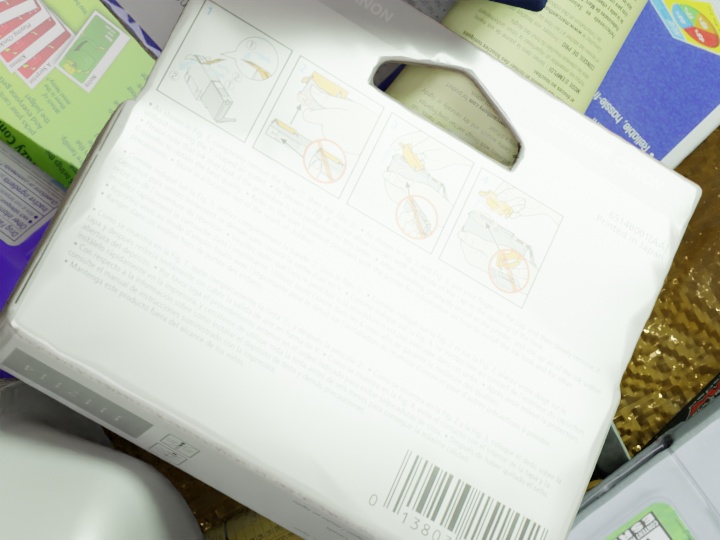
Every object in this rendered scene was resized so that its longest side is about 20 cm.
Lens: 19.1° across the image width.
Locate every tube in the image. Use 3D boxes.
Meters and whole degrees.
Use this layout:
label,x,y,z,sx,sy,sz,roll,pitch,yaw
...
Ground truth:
label,x,y,z,sx,sy,sz,roll,pitch,yaw
tube,0.070,-0.099,0.773,0.058,0.052,0.200,29,83,32

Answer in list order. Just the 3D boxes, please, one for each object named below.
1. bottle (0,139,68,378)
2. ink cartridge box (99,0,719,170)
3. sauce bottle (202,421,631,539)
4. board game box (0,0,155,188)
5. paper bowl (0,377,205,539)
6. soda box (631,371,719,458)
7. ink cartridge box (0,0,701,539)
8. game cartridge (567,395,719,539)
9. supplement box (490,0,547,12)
label,x,y,z,sx,sy,sz,roll,pitch,yaw
bottle,-0.165,-0.027,0.798,0.200,0.084,0.065,35,63,26
ink cartridge box,0.037,-0.097,0.812,0.200,0.047,0.198,-43,91,-7
sauce bottle,0.008,0.103,0.824,0.200,0.066,0.066,-25,90,3
board game box,-0.079,-0.052,0.832,0.102,0.048,0.200,-39,89,3
paper bowl,-0.110,0.135,0.704,0.104,0.201,0.201,-7,91,16
soda box,0.155,0.068,0.812,0.200,0.071,0.063,-44,88,3
ink cartridge box,0.000,0.000,0.730,0.200,0.045,0.177,31,65,-11
game cartridge,0.099,0.149,0.759,0.200,0.040,0.133,-37,94,0
supplement box,0.043,-0.209,0.732,0.109,0.109,0.200,18,71,25
